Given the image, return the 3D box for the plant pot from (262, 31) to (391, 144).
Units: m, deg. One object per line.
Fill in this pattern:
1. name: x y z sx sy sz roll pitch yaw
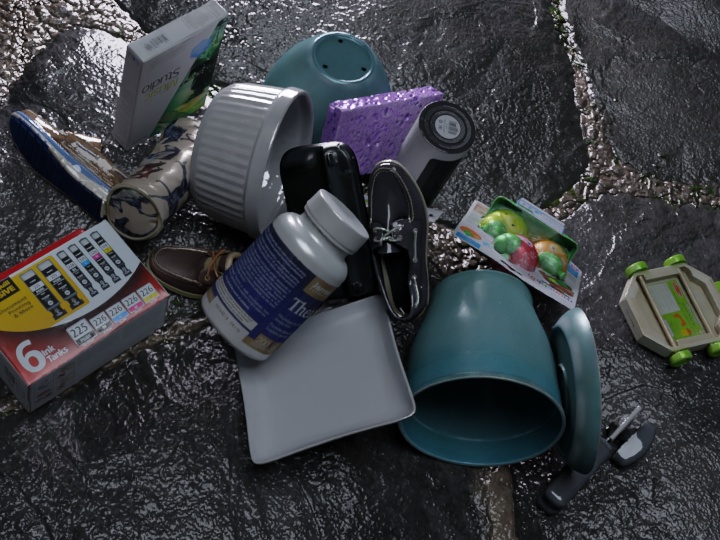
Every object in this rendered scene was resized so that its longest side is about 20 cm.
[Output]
1. plant pot: -0.038 -0.256 1.560 0.199 0.135 0.201 8 58 -12

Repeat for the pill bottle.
1. pill bottle: -0.086 0.003 1.320 0.200 0.111 0.111 -45 76 11

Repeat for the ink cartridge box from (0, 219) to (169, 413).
1. ink cartridge box: -0.362 0.036 1.320 0.200 0.084 0.176 -35 74 -30

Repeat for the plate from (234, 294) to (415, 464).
1. plate: -0.045 0.134 1.329 0.198 0.032 0.201 -17 44 1

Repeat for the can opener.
1. can opener: 0.309 0.247 1.412 0.067 0.053 0.200 43 59 12

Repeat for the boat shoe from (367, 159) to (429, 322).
1. boat shoe: 0.046 -0.034 1.348 0.072 0.063 0.201 -6 100 16

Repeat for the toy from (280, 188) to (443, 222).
1. toy: 0.001 -0.075 1.441 0.199 0.048 0.115 16 13 8

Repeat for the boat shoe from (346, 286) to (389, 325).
1. boat shoe: 0.000 0.000 1.470 0.073 0.063 0.201 -3 57 -1

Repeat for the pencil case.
1. pencil case: -0.254 -0.119 1.417 0.089 0.078 0.200 8 37 16

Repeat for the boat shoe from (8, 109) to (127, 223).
1. boat shoe: -0.369 -0.141 1.439 0.200 0.072 0.072 44 53 0

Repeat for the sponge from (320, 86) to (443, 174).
1. sponge: 0.027 -0.189 1.525 0.199 0.112 0.030 -17 43 -41

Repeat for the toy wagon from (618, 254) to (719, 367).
1. toy wagon: 0.471 0.053 1.584 0.199 0.040 0.156 -10 64 -22

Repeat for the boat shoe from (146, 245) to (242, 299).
1. boat shoe: -0.171 -0.001 1.405 0.199 0.072 0.073 17 57 -6

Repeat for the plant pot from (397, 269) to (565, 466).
1. plant pot: 0.149 0.111 1.372 0.199 0.201 0.189 12 50 -9

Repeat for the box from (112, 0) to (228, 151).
1. box: -0.252 -0.254 1.456 0.144 0.200 0.036 -37 80 -30

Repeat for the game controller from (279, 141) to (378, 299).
1. game controller: -0.040 -0.059 1.381 0.104 0.201 0.042 -2 17 29

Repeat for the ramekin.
1. ramekin: -0.142 -0.148 1.432 0.104 0.201 0.201 17 56 10

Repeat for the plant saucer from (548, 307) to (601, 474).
1. plant saucer: 0.254 0.146 1.339 0.027 0.201 0.201 -2 60 -3

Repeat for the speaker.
1. speaker: 0.085 -0.142 1.489 0.081 0.200 0.082 7 63 -14

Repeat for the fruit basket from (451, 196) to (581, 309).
1. fruit basket: 0.218 -0.029 1.479 0.185 0.094 0.200 33 15 5
